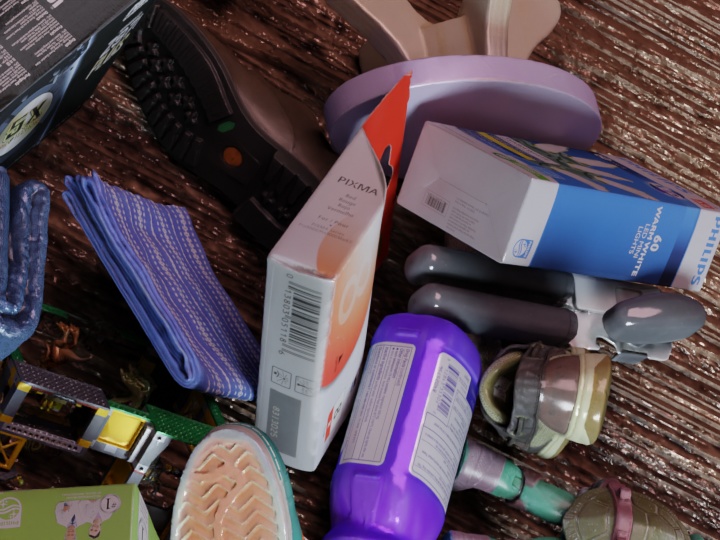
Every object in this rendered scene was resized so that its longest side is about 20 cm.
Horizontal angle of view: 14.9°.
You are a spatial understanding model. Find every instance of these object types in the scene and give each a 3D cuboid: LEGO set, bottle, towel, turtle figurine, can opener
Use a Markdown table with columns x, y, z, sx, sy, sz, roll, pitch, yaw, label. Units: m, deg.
| x | y | z | sx | sy | sz | roll | pitch | yaw | label |
| --- | --- | --- | --- | --- | --- | --- | --- | --- | --- |
| -0.169 | 0.101 | 1.569 | 0.199 | 0.116 | 0.154 | 18 | 23 | -37 | LEGO set |
| 0.020 | 0.129 | 1.656 | 0.065 | 0.084 | 0.201 | 5 | 64 | 24 | bottle |
| -0.244 | 0.029 | 1.488 | 0.048 | 0.200 | 0.112 | 23 | 49 | -34 | towel |
| 0.147 | 0.174 | 1.703 | 0.199 | 0.101 | 0.150 | 18 | 42 | -9 | turtle figurine |
| -0.103 | 0.012 | 1.620 | 0.145 | 0.024 | 0.200 | 58 | 10 | 12 | towel |
| 0.126 | 0.016 | 1.723 | 0.199 | 0.067 | 0.054 | 11 | 62 | -30 | can opener |

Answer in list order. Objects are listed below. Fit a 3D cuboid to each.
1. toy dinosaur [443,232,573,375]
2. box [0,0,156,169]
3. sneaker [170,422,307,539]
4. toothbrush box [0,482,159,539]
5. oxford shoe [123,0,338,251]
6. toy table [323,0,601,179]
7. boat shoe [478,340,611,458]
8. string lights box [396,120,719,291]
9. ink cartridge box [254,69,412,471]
| x | y | z | sx | sy | sz | roll | pitch | yaw | label |
| --- | --- | --- | --- | --- | --- | --- | --- | --- | --- |
| 0.090 | -0.001 | 1.792 | 0.102 | 0.077 | 0.201 | 23 | 55 | -34 | toy dinosaur |
| -0.219 | -0.123 | 1.623 | 0.086 | 0.164 | 0.200 | 43 | 48 | 1 | box |
| -0.058 | 0.170 | 1.548 | 0.071 | 0.202 | 0.080 | 2 | 22 | 18 | sneaker |
| -0.147 | 0.234 | 1.439 | 0.085 | 0.146 | 0.201 | -5 | 58 | 5 | toothbrush box |
| -0.078 | -0.097 | 1.765 | 0.200 | 0.073 | 0.084 | 51 | 34 | 3 | oxford shoe |
| 0.060 | -0.140 | 1.788 | 0.199 | 0.183 | 0.118 | 13 | 55 | -42 | toy table |
| 0.106 | 0.074 | 1.684 | 0.066 | 0.201 | 0.072 | 15 | 84 | -6 | boat shoe |
| 0.131 | -0.039 | 1.744 | 0.199 | 0.059 | 0.103 | 7 | 18 | -46 | string lights box |
| 0.000 | 0.000 | 1.660 | 0.050 | 0.163 | 0.200 | 22 | 45 | 16 | ink cartridge box |
